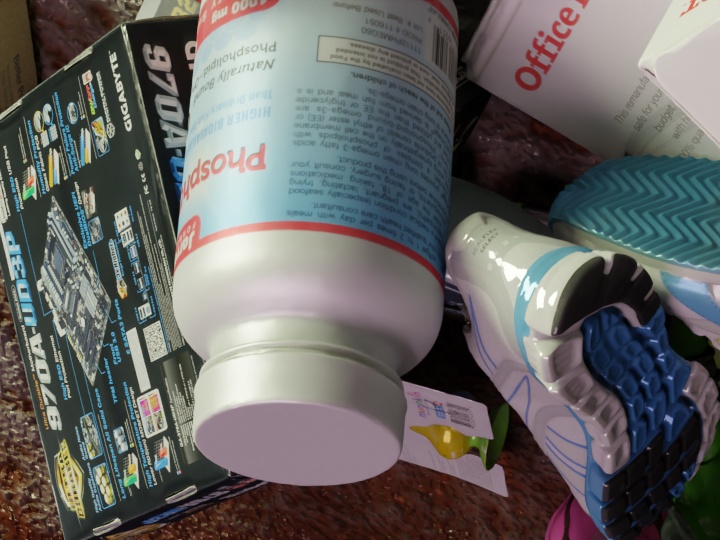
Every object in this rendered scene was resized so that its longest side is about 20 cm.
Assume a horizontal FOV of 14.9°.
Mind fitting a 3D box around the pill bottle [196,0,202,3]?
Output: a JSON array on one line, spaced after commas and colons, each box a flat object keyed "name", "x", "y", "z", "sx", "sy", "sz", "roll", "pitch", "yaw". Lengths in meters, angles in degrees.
[{"name": "pill bottle", "x": -0.111, "y": -0.207, "z": 1.173, "sx": 0.199, "sy": 0.116, "sz": 0.116, "roll": 31, "pitch": 140, "yaw": 2}]

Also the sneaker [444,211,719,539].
[{"name": "sneaker", "x": 0.086, "y": 0.037, "z": 1.128, "sx": 0.086, "sy": 0.075, "sz": 0.200, "roll": 32, "pitch": 161, "yaw": 34}]

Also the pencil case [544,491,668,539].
[{"name": "pencil case", "x": 0.186, "y": 0.179, "z": 1.395, "sx": 0.200, "sy": 0.094, "sz": 0.091, "roll": 38, "pitch": 107, "yaw": -10}]

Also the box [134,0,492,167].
[{"name": "box", "x": -0.051, "y": -0.042, "z": 1.282, "sx": 0.158, "sy": 0.048, "sz": 0.201, "roll": 33, "pitch": 117, "yaw": 12}]

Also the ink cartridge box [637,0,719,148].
[{"name": "ink cartridge box", "x": 0.203, "y": -0.133, "z": 0.980, "sx": 0.084, "sy": 0.200, "sz": 0.145, "roll": 43, "pitch": 139, "yaw": -14}]

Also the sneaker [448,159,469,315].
[{"name": "sneaker", "x": -0.020, "y": -0.001, "z": 1.363, "sx": 0.199, "sy": 0.067, "sz": 0.091, "roll": -5, "pitch": 125, "yaw": 33}]

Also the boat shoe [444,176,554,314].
[{"name": "boat shoe", "x": 0.000, "y": 0.000, "z": 1.210, "sx": 0.199, "sy": 0.071, "sz": 0.091, "roll": 24, "pitch": 116, "yaw": 24}]

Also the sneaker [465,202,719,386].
[{"name": "sneaker", "x": 0.141, "y": 0.030, "z": 1.271, "sx": 0.199, "sy": 0.077, "sz": 0.076, "roll": 9, "pitch": 135, "yaw": 7}]

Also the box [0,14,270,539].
[{"name": "box", "x": -0.099, "y": 0.008, "z": 1.207, "sx": 0.159, "sy": 0.046, "sz": 0.201, "roll": -28, "pitch": 74, "yaw": 54}]

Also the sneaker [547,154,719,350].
[{"name": "sneaker", "x": 0.168, "y": 0.015, "z": 1.118, "sx": 0.199, "sy": 0.077, "sz": 0.081, "roll": 19, "pitch": 131, "yaw": 14}]

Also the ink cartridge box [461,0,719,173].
[{"name": "ink cartridge box", "x": 0.160, "y": -0.098, "z": 1.135, "sx": 0.199, "sy": 0.085, "sz": 0.146, "roll": 29, "pitch": 140, "yaw": 0}]

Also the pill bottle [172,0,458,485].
[{"name": "pill bottle", "x": -0.018, "y": -0.022, "z": 1.100, "sx": 0.108, "sy": 0.201, "sz": 0.109, "roll": 3, "pitch": 153, "yaw": 2}]

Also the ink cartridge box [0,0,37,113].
[{"name": "ink cartridge box", "x": -0.230, "y": -0.066, "z": 1.354, "sx": 0.075, "sy": 0.165, "sz": 0.201, "roll": 18, "pitch": 138, "yaw": 19}]

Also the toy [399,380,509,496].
[{"name": "toy", "x": -0.015, "y": 0.050, "z": 1.417, "sx": 0.199, "sy": 0.047, "sz": 0.115, "roll": 20, "pitch": 158, "yaw": 18}]

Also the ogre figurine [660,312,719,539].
[{"name": "ogre figurine", "x": 0.213, "y": 0.073, "z": 1.219, "sx": 0.098, "sy": 0.199, "sz": 0.121, "roll": 30, "pitch": 114, "yaw": 57}]
